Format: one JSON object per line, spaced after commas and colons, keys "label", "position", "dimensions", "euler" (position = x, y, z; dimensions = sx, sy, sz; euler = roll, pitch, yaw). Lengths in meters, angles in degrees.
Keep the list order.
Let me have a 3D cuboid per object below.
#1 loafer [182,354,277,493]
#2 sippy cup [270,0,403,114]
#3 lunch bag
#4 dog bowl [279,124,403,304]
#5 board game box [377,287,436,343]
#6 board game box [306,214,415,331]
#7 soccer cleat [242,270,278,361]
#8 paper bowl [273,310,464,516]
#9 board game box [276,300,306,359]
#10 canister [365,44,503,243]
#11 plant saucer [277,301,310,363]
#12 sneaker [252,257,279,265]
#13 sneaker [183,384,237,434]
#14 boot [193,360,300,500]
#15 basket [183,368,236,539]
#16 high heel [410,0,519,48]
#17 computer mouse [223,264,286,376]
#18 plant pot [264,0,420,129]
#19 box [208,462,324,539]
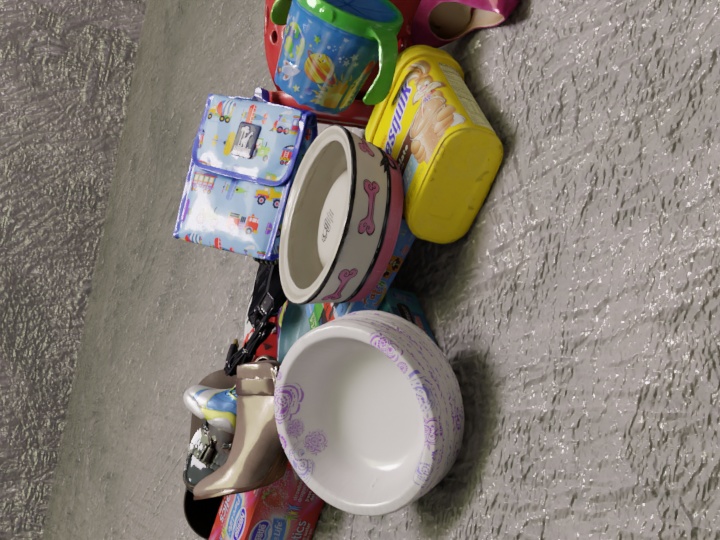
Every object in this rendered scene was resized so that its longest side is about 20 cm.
{"label": "loafer", "position": [-0.169, 0.192, 1.774], "dimensions": [0.201, 0.071, 0.063], "euler": [-56, -19, -14]}
{"label": "sippy cup", "position": [-0.035, -0.259, 1.598], "dimensions": [0.179, 0.138, 0.131], "euler": [-100, 30, -60]}
{"label": "lunch bag", "position": [-0.132, -0.123, 1.705], "dimensions": [0.149, 0.094, 0.203], "euler": [12, 95, 29]}
{"label": "dog bowl", "position": [-0.020, -0.054, 1.523], "dimensions": [0.200, 0.073, 0.203], "euler": [-44, 39, 52]}
{"label": "board game box", "position": [0.023, 0.144, 1.564], "dimensions": [0.152, 0.046, 0.202], "euler": [-112, 40, -57]}
{"label": "board game box", "position": [0.000, 0.000, 1.610], "dimensions": [0.202, 0.036, 0.152], "euler": [-61, 18, 18]}
{"label": "soccer cleat", "position": [-0.138, 0.082, 2.010], "dimensions": [0.085, 0.068, 0.202], "euler": [117, 160, -54]}
{"label": "paper bowl", "position": [0.016, 0.142, 1.425], "dimensions": [0.198, 0.104, 0.204], "euler": [8, 106, 30]}
{"label": "board game box", "position": [-0.084, 0.039, 1.901], "dimensions": [0.120, 0.032, 0.203], "euler": [160, 112, -71]}
{"label": "canister", "position": [0.080, -0.141, 1.534], "dimensions": [0.201, 0.085, 0.150], "euler": [-112, 40, -54]}
{"label": "plant saucer", "position": [-0.050, 0.104, 1.764], "dimensions": [0.199, 0.027, 0.203], "euler": [-17, 70, 58]}
{"label": "sneaker", "position": [-0.042, -0.035, 1.756], "dimensions": [0.198, 0.090, 0.071], "euler": [7, 100, 30]}
{"label": "sneaker", "position": [-0.115, 0.158, 1.700], "dimensions": [0.076, 0.198, 0.106], "euler": [-22, -47, -84]}
{"label": "boot", "position": [-0.122, 0.183, 1.635], "dimensions": [0.070, 0.197, 0.148], "euler": [-6, -99, -76]}
{"label": "basket", "position": [-0.177, 0.243, 1.923], "dimensions": [0.201, 0.134, 0.182], "euler": [-99, 25, -53]}
{"label": "high heel", "position": [0.113, -0.280, 1.557], "dimensions": [0.199, 0.067, 0.097], "euler": [-28, 40, 48]}
{"label": "computer mouse", "position": [-0.130, 0.057, 1.866], "dimensions": [0.141, 0.046, 0.201], "euler": [-54, 19, 38]}
{"label": "plant pot", "position": [-0.028, -0.278, 1.755], "dimensions": [0.200, 0.198, 0.185], "euler": [-167, 82, -69]}
{"label": "box", "position": [-0.119, 0.312, 1.757], "dimensions": [0.100, 0.094, 0.202], "euler": [48, 123, 56]}
